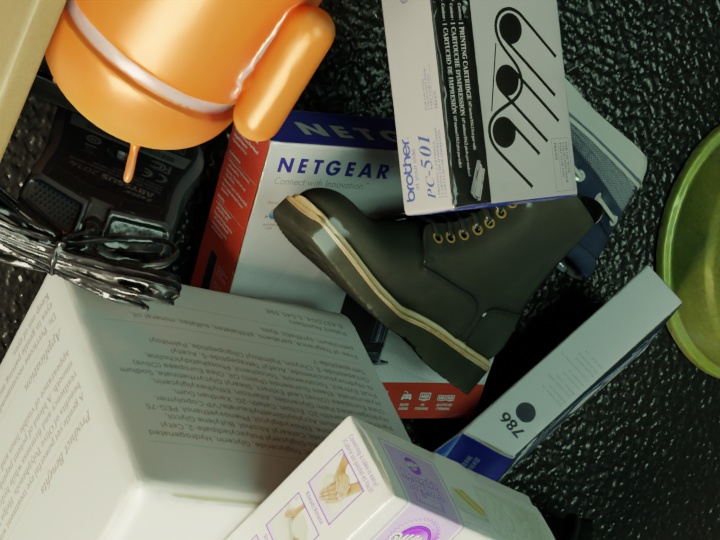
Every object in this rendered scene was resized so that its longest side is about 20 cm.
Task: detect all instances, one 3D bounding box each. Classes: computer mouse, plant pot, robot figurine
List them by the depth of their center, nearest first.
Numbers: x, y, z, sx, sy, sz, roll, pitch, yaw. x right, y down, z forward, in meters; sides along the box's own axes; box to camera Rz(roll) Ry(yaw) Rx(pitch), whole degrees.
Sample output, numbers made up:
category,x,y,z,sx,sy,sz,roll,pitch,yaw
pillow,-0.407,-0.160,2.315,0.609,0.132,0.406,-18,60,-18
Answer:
category,x,y,z,sx,sy,sz,roll,pitch,yaw
robot figurine,-0.082,-0.144,1.025,0.143,0.117,0.200,33,113,-13
computer mouse,-0.144,-0.035,1.108,0.138,0.200,0.053,24,117,-1
plant pot,0.334,-0.003,1.402,0.199,0.184,0.202,-8,104,-32

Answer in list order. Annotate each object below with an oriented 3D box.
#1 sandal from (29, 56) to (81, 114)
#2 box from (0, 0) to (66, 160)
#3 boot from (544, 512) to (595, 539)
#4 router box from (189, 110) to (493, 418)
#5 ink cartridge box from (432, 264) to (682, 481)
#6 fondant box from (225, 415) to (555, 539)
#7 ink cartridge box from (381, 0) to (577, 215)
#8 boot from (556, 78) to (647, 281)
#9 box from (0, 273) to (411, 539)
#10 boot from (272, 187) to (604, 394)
category,x,y,z,sx,sy,sz,roll,pitch,yaw
sandal,-0.144,-0.121,1.113,0.199,0.076,0.048,11,134,-24
box,-0.224,-0.101,1.033,0.021,0.163,0.201,25,87,-51
boot,0.066,0.187,1.328,0.157,0.211,0.080,15,97,8
router box,0.000,0.000,1.233,0.199,0.049,0.181,2,118,-30
ink cartridge box,0.117,0.084,1.334,0.200,0.100,0.039,-39,80,-18
fondant box,-0.014,0.177,1.034,0.200,0.058,0.144,-47,135,17
ink cartridge box,0.060,-0.134,1.120,0.093,0.044,0.202,-7,91,-38
boot,0.100,-0.073,1.300,0.199,0.073,0.091,33,76,-34
box,-0.098,0.135,1.118,0.199,0.172,0.200,11,125,-33
boot,0.047,-0.030,1.169,0.139,0.077,0.200,-49,143,1
